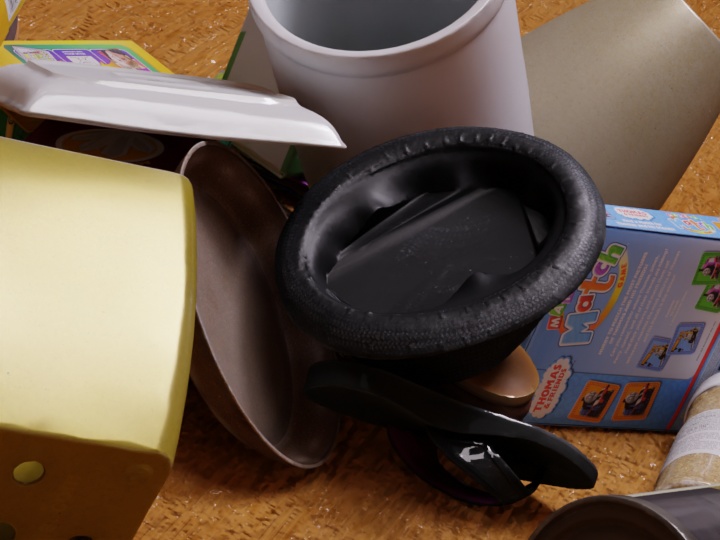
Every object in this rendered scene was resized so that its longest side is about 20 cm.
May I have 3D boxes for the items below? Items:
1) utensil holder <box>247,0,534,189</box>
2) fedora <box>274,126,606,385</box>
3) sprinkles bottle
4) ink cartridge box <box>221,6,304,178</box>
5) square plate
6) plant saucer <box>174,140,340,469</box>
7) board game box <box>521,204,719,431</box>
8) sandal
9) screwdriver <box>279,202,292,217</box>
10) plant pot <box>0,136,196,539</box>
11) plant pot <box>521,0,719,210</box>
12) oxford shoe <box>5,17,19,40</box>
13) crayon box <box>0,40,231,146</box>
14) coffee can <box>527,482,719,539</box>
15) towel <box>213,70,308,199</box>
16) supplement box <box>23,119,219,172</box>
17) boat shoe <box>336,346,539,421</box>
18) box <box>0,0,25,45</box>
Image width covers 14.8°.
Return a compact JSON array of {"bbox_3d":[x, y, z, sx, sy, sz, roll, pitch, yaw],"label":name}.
[{"bbox_3d":[0.027,-0.131,1.792,0.169,0.200,0.171,-7,50,8],"label":"utensil holder"},{"bbox_3d":[0.051,0.004,1.651,0.199,0.092,0.201,-6,46,7],"label":"fedora"},{"bbox_3d":[0.226,0.127,1.754,0.068,0.068,0.200,27,23,7],"label":"sprinkles bottle"},{"bbox_3d":[0.000,-0.155,1.989,0.084,0.147,0.200,35,24,26],"label":"ink cartridge box"},{"bbox_3d":[-0.125,-0.104,1.696,0.197,0.029,0.200,5,7,-16],"label":"square plate"},{"bbox_3d":[-0.069,0.023,1.614,0.201,0.032,0.200,-90,154,-44],"label":"plant saucer"},{"bbox_3d":[0.180,0.033,1.806,0.199,0.152,0.037,5,29,-38],"label":"board game box"},{"bbox_3d":[0.050,0.107,1.644,0.200,0.048,0.075,21,-20,-25],"label":"sandal"},{"bbox_3d":[0.000,0.000,1.804,0.199,0.029,0.028,30,-26,-23],"label":"screwdriver"},{"bbox_3d":[-0.189,0.067,1.352,0.199,0.200,0.177,11,38,-28],"label":"plant pot"},{"bbox_3d":[0.166,-0.110,1.957,0.187,0.200,0.187,45,8,-9],"label":"plant pot"},{"bbox_3d":[-0.276,-0.169,1.903,0.071,0.073,0.200,25,23,4],"label":"oxford shoe"},{"bbox_3d":[-0.194,-0.102,1.854,0.119,0.058,0.199,39,27,31],"label":"crayon box"},{"bbox_3d":[0.197,0.187,1.498,0.199,0.147,0.146,-2,34,-46],"label":"coffee can"},{"bbox_3d":[-0.040,-0.084,2.012,0.199,0.023,0.144,27,23,6],"label":"towel"},{"bbox_3d":[-0.161,-0.024,1.653,0.110,0.086,0.200,8,21,9],"label":"supplement box"},{"bbox_3d":[0.031,0.047,1.734,0.070,0.071,0.200,-12,38,-41],"label":"boat shoe"},{"bbox_3d":[-0.326,-0.170,1.784,0.199,0.042,0.119,9,47,13],"label":"box"}]
